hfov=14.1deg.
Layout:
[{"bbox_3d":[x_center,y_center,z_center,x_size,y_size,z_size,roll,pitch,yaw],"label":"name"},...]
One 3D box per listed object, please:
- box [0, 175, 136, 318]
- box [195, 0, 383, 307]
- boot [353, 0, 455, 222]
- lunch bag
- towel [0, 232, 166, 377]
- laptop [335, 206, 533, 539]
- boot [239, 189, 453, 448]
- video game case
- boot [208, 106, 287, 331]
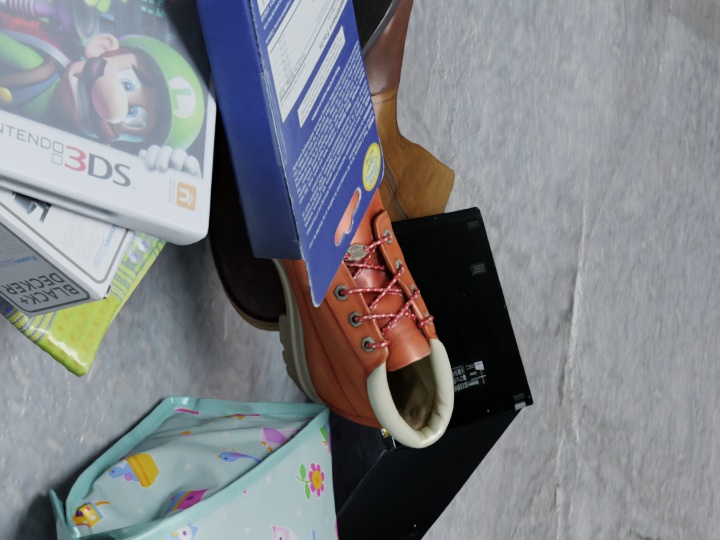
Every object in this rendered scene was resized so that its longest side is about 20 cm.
[{"bbox_3d":[-0.180,-0.082,1.302,0.200,0.060,0.117,40,55,-30],"label":"box"},{"bbox_3d":[-0.032,-0.094,1.389,0.121,0.032,0.201,-65,150,-48],"label":"box"},{"bbox_3d":[0.022,-0.088,1.745,0.200,0.068,0.189,39,59,-58],"label":"boot"},{"bbox_3d":[-0.091,0.176,1.514,0.200,0.121,0.171,-41,130,-60],"label":"lunch bag"},{"bbox_3d":[-0.165,-0.063,1.369,0.200,0.023,0.144,49,51,-23],"label":"towel"},{"bbox_3d":[0.010,0.079,1.761,0.187,0.115,0.201,-12,86,-61],"label":"laptop"},{"bbox_3d":[0.000,0.000,1.514,0.075,0.107,0.201,-28,125,-20],"label":"boot"},{"bbox_3d":[-0.135,-0.129,1.299,0.181,0.023,0.201,18,66,-40],"label":"video game case"},{"bbox_3d":[-0.052,-0.086,1.560,0.167,0.072,0.201,84,6,-66],"label":"boot"}]
